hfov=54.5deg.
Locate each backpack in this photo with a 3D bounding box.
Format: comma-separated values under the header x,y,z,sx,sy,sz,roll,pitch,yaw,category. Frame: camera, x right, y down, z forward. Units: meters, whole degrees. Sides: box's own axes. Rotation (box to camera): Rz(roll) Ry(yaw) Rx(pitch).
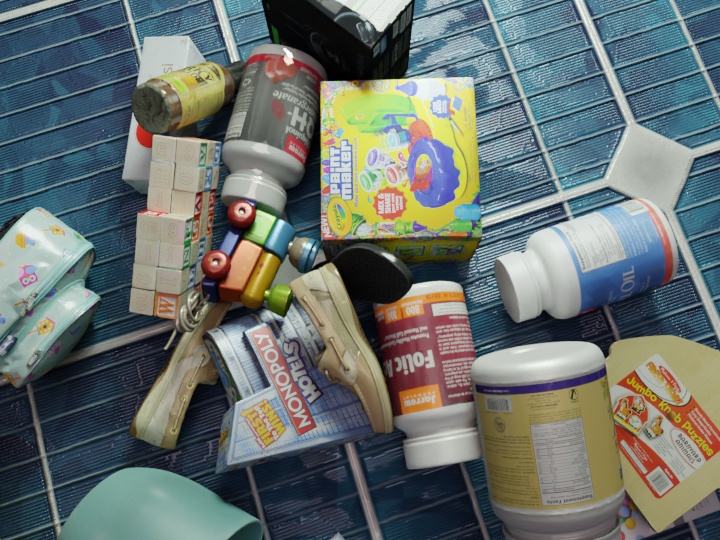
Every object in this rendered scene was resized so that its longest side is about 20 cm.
x,y,z,sx,sy,sz,roll,pitch,yaw,category
-0.394,0.033,0.826,0.152,0.176,0.202,30,78,-10,backpack

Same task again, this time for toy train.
x,y,z,sx,sy,sz,roll,pitch,yaw,category
-0.130,0.025,0.813,0.114,0.085,0.202,21,64,3,toy train

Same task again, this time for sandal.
x,y,z,sx,sy,sz,roll,pitch,yaw,category
-0.001,-0.001,0.824,0.048,0.199,0.076,-41,107,-28,sandal

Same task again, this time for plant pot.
x,y,z,sx,sy,sz,roll,pitch,yaw,category
-0.227,0.311,0.754,0.160,0.201,0.202,30,79,19,plant pot

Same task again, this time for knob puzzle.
x,y,z,sx,sy,sz,roll,pitch,yaw,category
0.358,0.166,0.816,0.216,0.030,0.223,-1,75,2,knob puzzle

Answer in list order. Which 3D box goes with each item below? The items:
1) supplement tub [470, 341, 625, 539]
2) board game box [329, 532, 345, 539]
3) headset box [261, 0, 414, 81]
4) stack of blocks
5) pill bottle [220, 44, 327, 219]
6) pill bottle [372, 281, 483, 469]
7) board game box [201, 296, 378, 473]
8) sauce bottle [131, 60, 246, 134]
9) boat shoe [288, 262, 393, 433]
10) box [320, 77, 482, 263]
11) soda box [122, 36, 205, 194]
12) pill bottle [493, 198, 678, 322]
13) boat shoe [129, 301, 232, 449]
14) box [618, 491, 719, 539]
x,y,z,sx,sy,sz,roll,pitch,yaw,category
0.200,0.187,0.747,0.143,0.145,0.203,-9,90,-1,supplement tub
-0.087,0.373,0.730,0.199,0.200,0.041,-42,81,-7,board game box
-0.036,-0.328,0.899,0.199,0.174,0.093,39,80,8,headset box
-0.219,-0.056,0.835,0.058,0.115,0.203,9,101,3,stack of blocks
-0.115,-0.174,0.898,0.109,0.111,0.203,12,78,3,pill bottle
0.084,0.124,0.827,0.112,0.114,0.203,-9,77,-1,pill bottle
-0.095,0.139,0.813,0.198,0.062,0.202,-21,77,-32,board game box
-0.203,-0.226,0.882,0.064,0.200,0.066,11,119,20,sauce bottle
-0.020,0.096,0.793,0.064,0.071,0.202,-23,88,-6,boat shoe
0.047,-0.120,0.879,0.189,0.122,0.203,-2,77,1,box
-0.258,-0.203,0.928,0.067,0.064,0.203,2,77,9,soda box
0.270,-0.006,0.856,0.197,0.112,0.114,-19,78,-2,pill bottle
-0.205,0.122,0.859,0.066,0.074,0.202,30,78,-8,boat shoe
0.303,0.238,0.837,0.197,0.041,0.158,-18,77,-2,box
